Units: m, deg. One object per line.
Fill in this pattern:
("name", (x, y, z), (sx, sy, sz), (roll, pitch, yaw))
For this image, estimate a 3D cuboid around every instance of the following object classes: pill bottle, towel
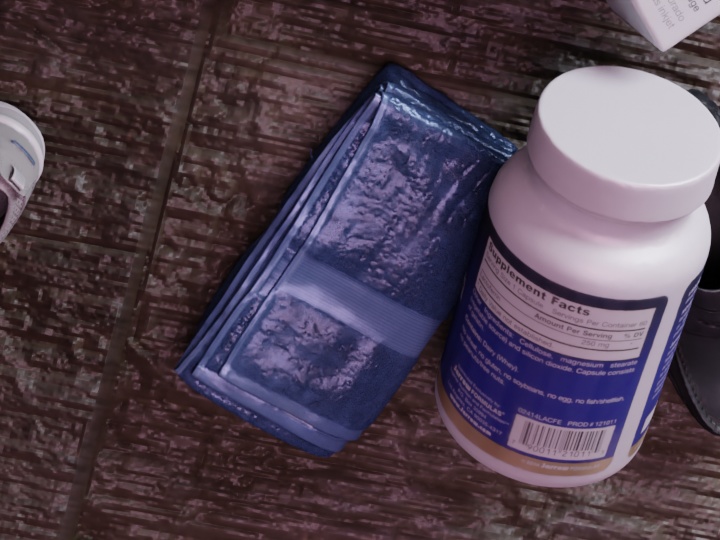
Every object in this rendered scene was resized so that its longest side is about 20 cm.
("pill bottle", (0.112, 0.003, 1.448), (0.115, 0.116, 0.201), (7, 130, -10))
("towel", (0.000, 0.000, 1.498), (0.111, 0.049, 0.200), (30, 105, -18))

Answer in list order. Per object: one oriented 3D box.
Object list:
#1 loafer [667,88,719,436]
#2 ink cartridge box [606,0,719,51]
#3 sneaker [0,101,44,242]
("loafer", (0.183, 0.003, 1.511), (0.068, 0.070, 0.201), (-14, 113, -1))
("ink cartridge box", (0.184, -0.228, 1.400), (0.200, 0.084, 0.146), (-34, 113, 0))
("sneaker", (-0.242, -0.004, 1.447), (0.075, 0.082, 0.200), (40, 102, -20))
